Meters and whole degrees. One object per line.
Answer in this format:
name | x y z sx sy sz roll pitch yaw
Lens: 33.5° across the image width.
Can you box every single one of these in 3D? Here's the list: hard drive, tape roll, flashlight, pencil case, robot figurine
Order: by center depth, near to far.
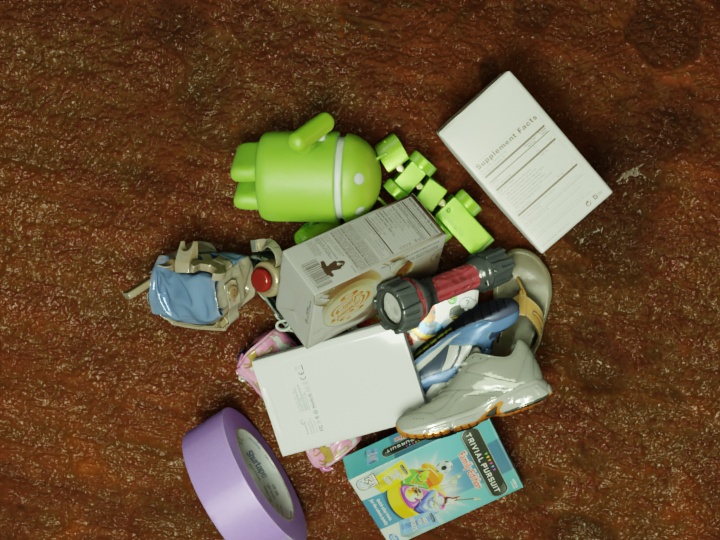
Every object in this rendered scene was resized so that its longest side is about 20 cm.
flashlight | 0.110 0.020 1.508 0.199 0.068 0.068 -20 140 -32
hard drive | -0.025 0.150 1.531 0.199 0.025 0.133 -16 99 10
robot figurine | -0.064 -0.120 1.538 0.198 0.116 0.176 2 126 5
tape roll | -0.149 0.280 1.553 0.065 0.200 0.201 -32 95 5
pencil case | -0.081 0.172 1.597 0.086 0.083 0.200 -38 95 19

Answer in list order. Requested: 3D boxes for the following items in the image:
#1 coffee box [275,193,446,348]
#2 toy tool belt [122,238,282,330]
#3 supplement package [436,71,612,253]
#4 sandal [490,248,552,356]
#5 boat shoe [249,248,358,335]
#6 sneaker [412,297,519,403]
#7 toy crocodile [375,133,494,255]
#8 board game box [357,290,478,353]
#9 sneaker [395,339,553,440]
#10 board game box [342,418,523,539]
coffee box | 0.000 0.000 1.502 0.199 0.115 0.080 -25 60 -26
toy tool belt | -0.198 0.021 1.524 0.199 0.123 0.126 -2 100 37
supplement package | 0.204 -0.140 1.526 0.120 0.121 0.200 -41 94 7
sandal | 0.208 0.072 1.587 0.080 0.054 0.201 11 97 0
boat shoe | -0.076 0.052 1.563 0.074 0.068 0.200 -41 80 20
sneaker | 0.133 0.111 1.553 0.200 0.074 0.082 -38 95 15
toy crocodile | 0.095 -0.098 1.572 0.200 0.062 0.068 41 98 -8
board game box | 0.054 0.069 1.602 0.198 0.035 0.127 5 97 1
sneaker | 0.133 0.149 1.493 0.199 0.076 0.093 -18 77 -3
board game box | 0.098 0.268 1.585 0.199 0.047 0.151 -25 127 5
